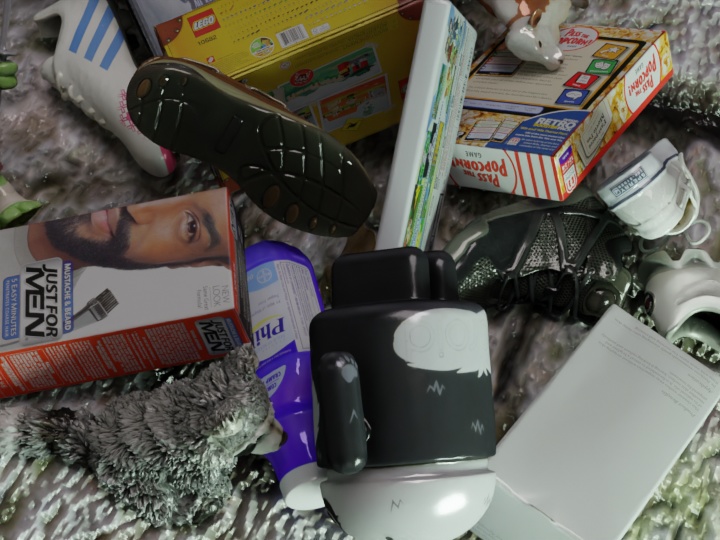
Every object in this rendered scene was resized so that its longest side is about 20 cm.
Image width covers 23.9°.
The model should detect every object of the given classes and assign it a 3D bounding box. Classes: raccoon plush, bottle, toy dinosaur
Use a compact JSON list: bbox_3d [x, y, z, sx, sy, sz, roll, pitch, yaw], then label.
[{"bbox_3d":[-0.152,0.107,1.164,0.200,0.134,0.097,0,56,-13],"label":"raccoon plush"},{"bbox_3d":[-0.055,0.077,1.244,0.065,0.084,0.200,21,42,-44],"label":"bottle"},{"bbox_3d":[0.000,0.000,1.302,0.058,0.101,0.200,1,54,-13],"label":"toy dinosaur"}]

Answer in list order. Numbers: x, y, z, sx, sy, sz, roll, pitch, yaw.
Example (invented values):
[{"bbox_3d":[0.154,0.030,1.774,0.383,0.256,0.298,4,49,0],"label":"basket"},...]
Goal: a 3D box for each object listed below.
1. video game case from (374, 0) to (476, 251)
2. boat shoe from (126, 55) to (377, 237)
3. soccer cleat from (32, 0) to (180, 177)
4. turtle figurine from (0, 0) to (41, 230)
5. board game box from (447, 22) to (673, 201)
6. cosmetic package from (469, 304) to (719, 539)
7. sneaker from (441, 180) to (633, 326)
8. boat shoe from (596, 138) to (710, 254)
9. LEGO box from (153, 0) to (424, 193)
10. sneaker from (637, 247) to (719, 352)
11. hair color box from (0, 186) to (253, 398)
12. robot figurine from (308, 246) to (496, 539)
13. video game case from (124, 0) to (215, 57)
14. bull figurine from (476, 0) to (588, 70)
[{"bbox_3d":[0.050,-0.096,1.283,0.022,0.182,0.200,12,93,9],"label":"video game case"},{"bbox_3d":[-0.076,-0.099,1.237,0.200,0.076,0.074,33,17,-18],"label":"boat shoe"},{"bbox_3d":[-0.210,-0.147,1.389,0.086,0.070,0.200,-20,58,-7],"label":"soccer cleat"},{"bbox_3d":[-0.320,-0.115,1.265,0.194,0.200,0.144,59,27,2],"label":"turtle figurine"},{"bbox_3d":[0.150,-0.140,1.430,0.151,0.046,0.200,12,43,36],"label":"board game box"},{"bbox_3d":[0.173,0.133,1.262,0.113,0.081,0.200,37,55,14],"label":"cosmetic package"},{"bbox_3d":[0.140,0.004,1.349,0.199,0.076,0.114,-24,57,-34],"label":"sneaker"},{"bbox_3d":[0.246,-0.054,1.384,0.075,0.202,0.086,-36,89,11],"label":"boat shoe"},{"bbox_3d":[-0.044,-0.161,1.342,0.200,0.149,0.077,-23,61,-4],"label":"LEGO box"},{"bbox_3d":[0.329,0.034,1.380,0.200,0.074,0.089,-1,54,-3],"label":"sneaker"},{"bbox_3d":[-0.183,0.016,1.228,0.200,0.064,0.111,-10,55,4],"label":"hair color box"},{"bbox_3d":[0.026,0.087,1.148,0.150,0.125,0.200,-2,85,-22],"label":"robot figurine"},{"bbox_3d":[-0.129,-0.253,1.388,0.143,0.019,0.200,-28,102,-15],"label":"video game case"},{"bbox_3d":[0.137,-0.250,1.470,0.121,0.065,0.200,-13,48,-32],"label":"bull figurine"}]
